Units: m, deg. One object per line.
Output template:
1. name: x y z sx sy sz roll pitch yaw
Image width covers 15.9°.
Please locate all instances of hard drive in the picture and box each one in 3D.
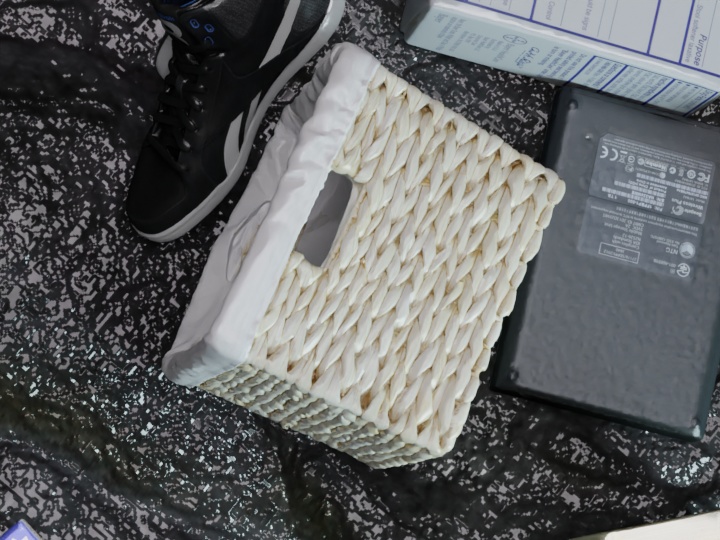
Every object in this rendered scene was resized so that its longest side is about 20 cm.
1. hard drive: 0.171 -0.003 1.648 0.139 0.033 0.201 15 80 -7

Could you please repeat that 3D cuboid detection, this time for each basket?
1. basket: 0.000 0.000 1.537 0.160 0.200 0.199 26 78 -7

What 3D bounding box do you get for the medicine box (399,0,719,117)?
1. medicine box: 0.147 -0.214 1.639 0.199 0.103 0.183 16 80 -7

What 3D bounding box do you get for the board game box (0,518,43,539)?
1. board game box: -0.220 0.272 1.512 0.200 0.097 0.160 -43 90 -12

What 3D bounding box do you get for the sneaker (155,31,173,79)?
1. sneaker: -0.084 -0.217 1.627 0.099 0.071 0.200 39 98 27

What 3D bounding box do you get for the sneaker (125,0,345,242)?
1. sneaker: -0.105 -0.120 1.561 0.073 0.112 0.200 38 95 39

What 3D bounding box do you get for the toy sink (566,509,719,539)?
1. toy sink: 0.200 0.251 1.568 0.111 0.130 0.201 -10 83 -11
